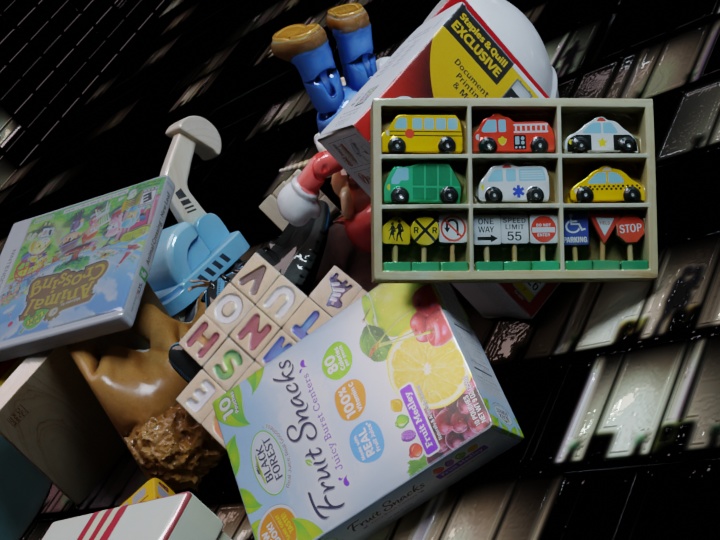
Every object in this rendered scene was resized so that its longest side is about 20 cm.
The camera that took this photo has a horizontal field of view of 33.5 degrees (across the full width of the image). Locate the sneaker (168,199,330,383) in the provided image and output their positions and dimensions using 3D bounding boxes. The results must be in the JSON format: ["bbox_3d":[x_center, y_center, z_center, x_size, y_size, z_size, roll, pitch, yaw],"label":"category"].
[{"bbox_3d":[-0.090,0.015,1.021,0.201,0.081,0.073,-62,-7,-22],"label":"sneaker"}]

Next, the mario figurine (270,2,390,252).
[{"bbox_3d":[-0.015,-0.110,0.981,0.122,0.202,0.106,-11,22,12],"label":"mario figurine"}]

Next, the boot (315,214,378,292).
[{"bbox_3d":[0.000,0.000,1.056,0.198,0.073,0.166,-15,18,35],"label":"boot"}]

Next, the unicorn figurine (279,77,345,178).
[{"bbox_3d":[0.006,-0.124,1.167,0.073,0.199,0.139,-24,55,27],"label":"unicorn figurine"}]

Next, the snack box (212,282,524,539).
[{"bbox_3d":[-0.001,0.107,0.851,0.199,0.053,0.143,-35,55,18],"label":"snack box"}]

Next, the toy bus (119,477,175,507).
[{"bbox_3d":[-0.224,0.270,0.998,0.200,0.065,0.078,-42,22,3],"label":"toy bus"}]

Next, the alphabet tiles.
[{"bbox_3d":[-0.051,0.078,0.940,0.200,0.008,0.168,39,86,29],"label":"alphabet tiles"}]

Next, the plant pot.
[{"bbox_3d":[-0.472,0.242,1.334,0.200,0.161,0.201,-34,24,18],"label":"plant pot"}]

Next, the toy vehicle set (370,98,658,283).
[{"bbox_3d":[0.105,-0.055,0.827,0.197,0.126,0.027,-1,-6,-5],"label":"toy vehicle set"}]

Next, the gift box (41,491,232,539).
[{"bbox_3d":[-0.143,0.259,0.725,0.184,0.187,0.201,-24,28,39],"label":"gift box"}]

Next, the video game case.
[{"bbox_3d":[-0.281,0.000,1.149,0.198,0.022,0.183,-14,44,24],"label":"video game case"}]

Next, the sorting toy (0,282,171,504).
[{"bbox_3d":[-0.280,0.103,1.207,0.069,0.201,0.199,28,68,29],"label":"sorting toy"}]

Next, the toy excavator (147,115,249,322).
[{"bbox_3d":[-0.187,-0.043,1.315,0.099,0.201,0.195,-11,29,51],"label":"toy excavator"}]

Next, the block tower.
[{"bbox_3d":[-0.053,-0.056,1.209,0.054,0.058,0.200,-45,-2,2],"label":"block tower"}]

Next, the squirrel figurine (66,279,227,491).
[{"bbox_3d":[-0.147,0.101,1.121,0.186,0.142,0.200,-32,42,-13],"label":"squirrel figurine"}]

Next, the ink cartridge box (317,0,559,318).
[{"bbox_3d":[0.100,-0.095,0.917,0.176,0.200,0.084,-49,15,-16],"label":"ink cartridge box"}]

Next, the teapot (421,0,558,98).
[{"bbox_3d":[0.112,-0.144,1.075,0.202,0.145,0.197,-68,14,-8],"label":"teapot"}]
